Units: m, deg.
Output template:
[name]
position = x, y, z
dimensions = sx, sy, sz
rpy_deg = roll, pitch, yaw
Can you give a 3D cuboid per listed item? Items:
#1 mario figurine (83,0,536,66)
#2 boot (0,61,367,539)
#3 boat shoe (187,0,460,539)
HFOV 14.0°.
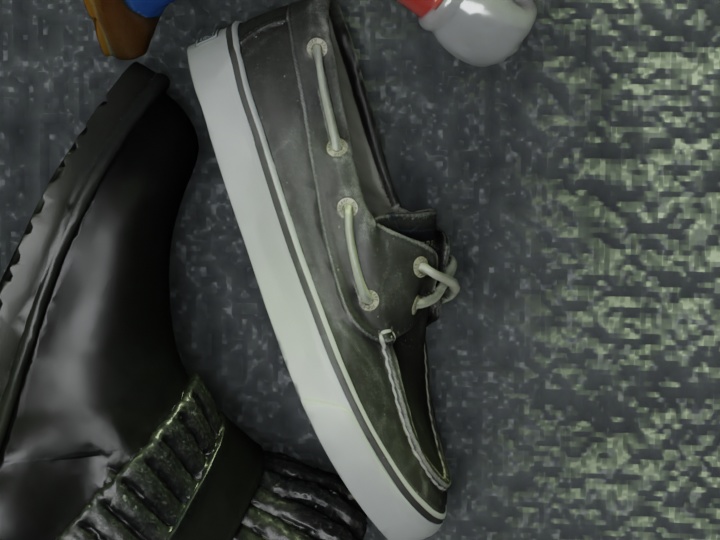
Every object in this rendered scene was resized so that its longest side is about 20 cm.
[mario figurine]
position = -0.003, -0.131, 1.041
dimensions = 0.199, 0.106, 0.124
rpy_deg = -13, 108, 2
[boot]
position = -0.063, 0.046, 1.068
dimensions = 0.157, 0.079, 0.212
rpy_deg = 23, 82, -8
[boat shoe]
position = 0.000, 0.000, 1.060
dimensions = 0.063, 0.071, 0.201
rpy_deg = -20, 92, 12
